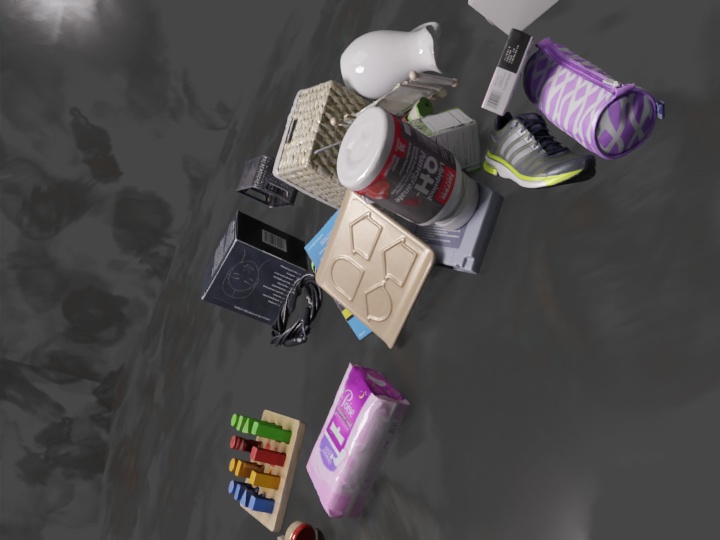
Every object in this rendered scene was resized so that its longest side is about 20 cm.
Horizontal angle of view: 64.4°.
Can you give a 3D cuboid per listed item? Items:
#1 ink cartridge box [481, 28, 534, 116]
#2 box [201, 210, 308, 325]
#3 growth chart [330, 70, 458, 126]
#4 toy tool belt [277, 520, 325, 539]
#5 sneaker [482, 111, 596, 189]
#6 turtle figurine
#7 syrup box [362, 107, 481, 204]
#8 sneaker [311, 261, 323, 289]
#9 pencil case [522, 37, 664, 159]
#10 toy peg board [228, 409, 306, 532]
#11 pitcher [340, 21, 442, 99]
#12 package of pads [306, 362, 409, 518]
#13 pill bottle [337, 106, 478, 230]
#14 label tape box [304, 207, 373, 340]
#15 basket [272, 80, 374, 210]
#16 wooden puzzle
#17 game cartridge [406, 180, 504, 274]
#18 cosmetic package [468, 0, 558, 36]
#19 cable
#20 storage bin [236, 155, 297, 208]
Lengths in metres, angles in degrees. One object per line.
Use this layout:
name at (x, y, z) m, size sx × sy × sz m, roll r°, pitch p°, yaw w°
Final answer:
ink cartridge box at (0.203, -0.269, 0.777) m, size 0.200 × 0.036 × 0.097 m, roll -45°, pitch -24°, yaw -65°
box at (-0.258, -0.001, 1.399) m, size 0.198 × 0.195 × 0.126 m, roll -52°, pitch 30°, yaw 27°
growth chart at (0.061, -0.285, 0.977) m, size 0.196 × 0.143 × 0.018 m, roll -21°, pitch 83°, yaw 37°
toy tool belt at (-0.144, 0.501, 0.928) m, size 0.121 × 0.123 × 0.207 m, roll -1°, pitch 69°, yaw 51°
sneaker at (0.219, -0.155, 0.726) m, size 0.199 × 0.071 × 0.084 m, roll -142°, pitch 44°, yaw -61°
turtle figurine at (0.061, -0.197, 1.009) m, size 0.192 × 0.196 × 0.148 m, roll -29°, pitch 81°, yaw 45°
syrup box at (0.082, -0.179, 0.888) m, size 0.079 × 0.193 × 0.084 m, roll -116°, pitch 10°, yaw -56°
sneaker at (-0.027, -0.025, 1.142) m, size 0.200 × 0.075 × 0.086 m, roll -43°, pitch 54°, yaw 46°
pencil case at (0.266, -0.209, 0.687) m, size 0.082 × 0.087 × 0.202 m, roll -29°, pitch 35°, yaw 5°
toy peg board at (-0.214, 0.389, 1.159) m, size 0.198 × 0.095 × 0.206 m, roll -11°, pitch 62°, yaw 60°
pitcher at (0.067, -0.432, 1.148) m, size 0.193 × 0.124 × 0.175 m, roll -9°, pitch 38°, yaw 22°
package of pads at (-0.009, 0.263, 0.889) m, size 0.120 × 0.074 × 0.206 m, roll 35°, pitch 103°, yaw 59°
pill bottle at (0.072, -0.131, 0.794) m, size 0.110 × 0.196 × 0.114 m, roll -30°, pitch 49°, yaw 42°
label tape box at (0.000, 0.000, 1.025) m, size 0.143 × 0.065 × 0.203 m, roll -38°, pitch 82°, yaw 45°
basket at (-0.051, -0.258, 1.194) m, size 0.159 × 0.195 × 0.205 m, roll 2°, pitch 73°, yaw 59°
wooden puzzle at (0.023, -0.007, 0.931) m, size 0.199 × 0.046 × 0.189 m, roll 40°, pitch 124°, yaw 25°
game cartridge at (0.139, -0.074, 0.889) m, size 0.198 × 0.040 × 0.138 m, roll 17°, pitch 90°, yaw 63°
cosmetic package at (0.263, -0.458, 0.845) m, size 0.198 × 0.105 × 0.088 m, roll -25°, pitch 50°, yaw 52°
cable at (-0.152, 0.092, 1.299) m, size 0.198 × 0.050 × 0.169 m, roll -23°, pitch 52°, yaw 56°
storage bin at (-0.263, -0.252, 1.648) m, size 0.198 × 0.132 × 0.097 m, roll 8°, pitch 78°, yaw 62°
